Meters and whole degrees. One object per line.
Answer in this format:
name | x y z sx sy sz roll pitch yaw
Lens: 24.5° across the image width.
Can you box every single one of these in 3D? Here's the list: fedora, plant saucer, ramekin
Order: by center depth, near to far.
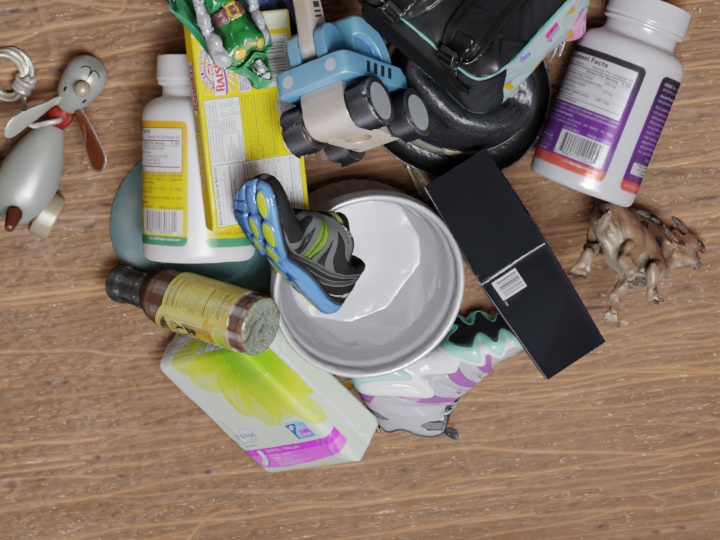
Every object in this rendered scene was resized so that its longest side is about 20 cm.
fedora | 0.101 -0.181 1.616 0.200 0.092 0.201 0 92 -13
ramekin | 0.000 0.000 1.707 0.200 0.105 0.201 -5 113 -11
plant saucer | -0.161 -0.038 1.727 0.201 0.039 0.201 -2 118 -4

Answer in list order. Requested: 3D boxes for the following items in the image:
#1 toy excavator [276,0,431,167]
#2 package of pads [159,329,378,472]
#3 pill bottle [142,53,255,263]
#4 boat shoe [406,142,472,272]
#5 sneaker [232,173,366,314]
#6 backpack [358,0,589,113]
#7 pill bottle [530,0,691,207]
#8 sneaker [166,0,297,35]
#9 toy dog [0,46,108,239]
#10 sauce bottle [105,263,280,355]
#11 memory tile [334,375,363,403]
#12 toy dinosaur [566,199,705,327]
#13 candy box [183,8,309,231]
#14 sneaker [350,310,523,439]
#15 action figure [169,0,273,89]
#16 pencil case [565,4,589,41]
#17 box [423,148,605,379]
toy excavator | -0.038 -0.212 1.522 0.100 0.200 0.194 -20 164 30
package of pads | -0.101 0.131 1.771 0.154 0.068 0.200 -13 128 46
pill bottle | -0.159 -0.111 1.625 0.113 0.113 0.200 0 96 -6
boat shoe | 0.103 -0.074 1.733 0.073 0.063 0.200 -37 121 -13
sneaker | -0.055 -0.036 1.569 0.083 0.071 0.200 -48 140 -8
backpack | 0.118 -0.260 1.504 0.176 0.153 0.200 41 85 15
pill bottle | 0.254 -0.174 1.648 0.111 0.111 0.200 19 97 -16
sneaker | -0.134 -0.260 1.589 0.200 0.082 0.074 31 108 -21
toy dog | -0.318 -0.114 1.637 0.132 0.096 0.200 7 117 -10
sauce bottle | -0.174 0.034 1.676 0.200 0.065 0.065 16 126 36
memory tile | -0.001 0.081 1.822 0.200 0.017 0.154 -17 119 2
toy dinosaur | 0.278 -0.032 1.725 0.086 0.136 0.200 -8 145 34
candy box | -0.107 -0.143 1.569 0.102 0.026 0.200 -9 100 -23
sneaker | 0.099 0.128 1.812 0.200 0.078 0.140 -13 121 11
action figure | -0.133 -0.255 1.509 0.118 0.055 0.200 -35 103 -26
pencil case | 0.195 -0.324 1.591 0.087 0.087 0.200 4 116 -9
box | 0.155 -0.004 1.641 0.079 0.141 0.200 -34 141 4
